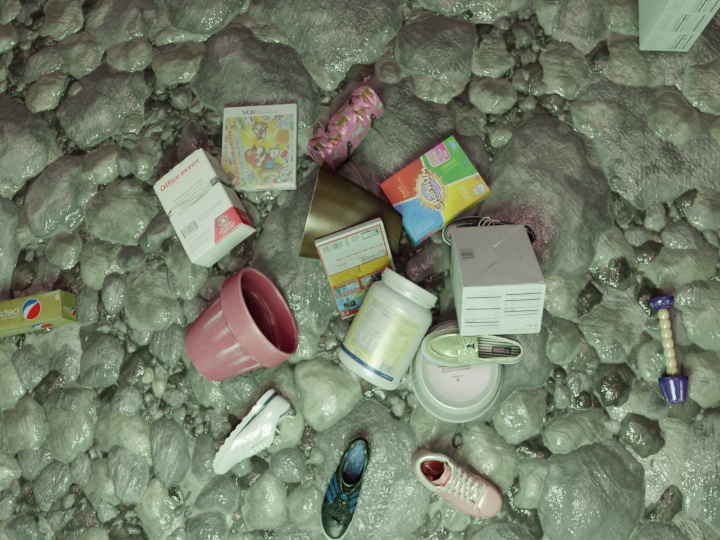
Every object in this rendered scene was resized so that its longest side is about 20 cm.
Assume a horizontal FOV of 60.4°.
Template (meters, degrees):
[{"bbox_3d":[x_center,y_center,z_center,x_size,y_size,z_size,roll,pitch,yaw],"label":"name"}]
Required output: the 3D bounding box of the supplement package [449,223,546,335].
[{"bbox_3d":[0.257,0.014,1.196,0.150,0.114,0.203,-3,35,3],"label":"supplement package"}]

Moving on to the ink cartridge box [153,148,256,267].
[{"bbox_3d":[-0.342,-0.136,1.359,0.143,0.084,0.203,-34,76,8],"label":"ink cartridge box"}]

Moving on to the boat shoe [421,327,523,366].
[{"bbox_3d":[0.211,0.141,1.167,0.192,0.062,0.075,0,76,6],"label":"boat shoe"}]

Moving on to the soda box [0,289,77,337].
[{"bbox_3d":[-0.732,0.097,1.362,0.193,0.068,0.066,-12,76,3],"label":"soda box"}]

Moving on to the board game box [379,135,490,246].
[{"bbox_3d":[0.161,-0.174,1.353,0.197,0.040,0.155,-33,76,-3],"label":"board game box"}]

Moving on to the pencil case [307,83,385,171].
[{"bbox_3d":[-0.032,-0.319,1.386,0.201,0.087,0.082,-49,46,-7],"label":"pencil case"}]

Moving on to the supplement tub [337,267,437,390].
[{"bbox_3d":[0.056,0.114,1.227,0.142,0.145,0.204,29,92,11],"label":"supplement tub"}]

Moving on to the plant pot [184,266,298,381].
[{"bbox_3d":[-0.250,0.125,1.256,0.176,0.199,0.204,-31,75,13],"label":"plant pot"}]

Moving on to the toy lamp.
[{"bbox_3d":[0.610,0.157,1.227,0.056,0.058,0.207,-4,74,4],"label":"toy lamp"}]

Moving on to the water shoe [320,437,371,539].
[{"bbox_3d":[-0.034,0.427,1.212,0.069,0.079,0.206,15,79,9],"label":"water shoe"}]

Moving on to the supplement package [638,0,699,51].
[{"bbox_3d":[0.678,-0.595,1.311,0.107,0.200,0.162,4,76,5],"label":"supplement package"}]

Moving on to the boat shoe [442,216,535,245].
[{"bbox_3d":[0.269,-0.073,1.305,0.193,0.062,0.078,9,95,7],"label":"boat shoe"}]

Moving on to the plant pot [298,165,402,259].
[{"bbox_3d":[-0.016,-0.097,1.297,0.193,0.187,0.193,15,78,-7],"label":"plant pot"}]

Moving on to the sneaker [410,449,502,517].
[{"bbox_3d":[0.184,0.411,1.184,0.196,0.105,0.077,28,78,10],"label":"sneaker"}]

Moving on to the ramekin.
[{"bbox_3d":[0.193,0.198,1.236,0.195,0.094,0.210,-1,77,5],"label":"ramekin"}]

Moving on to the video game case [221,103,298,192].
[{"bbox_3d":[-0.232,-0.282,1.426,0.175,0.023,0.208,-2,77,5],"label":"video game case"}]

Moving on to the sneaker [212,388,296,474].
[{"bbox_3d":[-0.218,0.341,1.257,0.080,0.076,0.201,40,85,3],"label":"sneaker"}]

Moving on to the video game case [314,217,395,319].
[{"bbox_3d":[0.000,0.000,1.263,0.139,0.204,0.018,-18,36,0],"label":"video game case"}]
